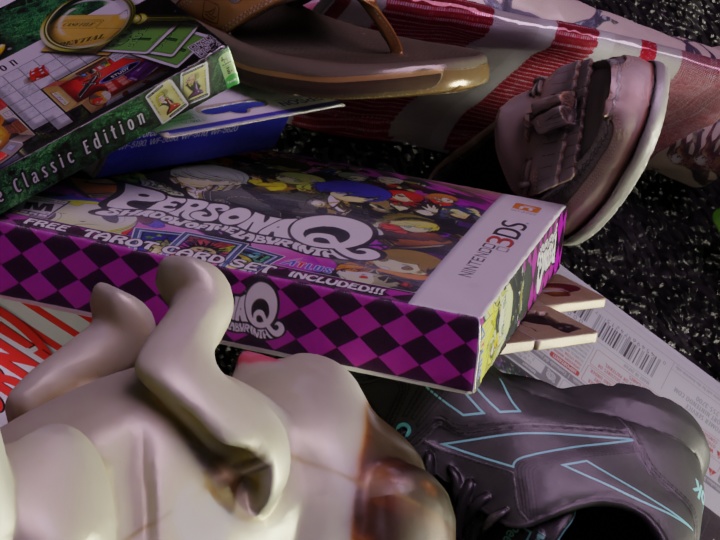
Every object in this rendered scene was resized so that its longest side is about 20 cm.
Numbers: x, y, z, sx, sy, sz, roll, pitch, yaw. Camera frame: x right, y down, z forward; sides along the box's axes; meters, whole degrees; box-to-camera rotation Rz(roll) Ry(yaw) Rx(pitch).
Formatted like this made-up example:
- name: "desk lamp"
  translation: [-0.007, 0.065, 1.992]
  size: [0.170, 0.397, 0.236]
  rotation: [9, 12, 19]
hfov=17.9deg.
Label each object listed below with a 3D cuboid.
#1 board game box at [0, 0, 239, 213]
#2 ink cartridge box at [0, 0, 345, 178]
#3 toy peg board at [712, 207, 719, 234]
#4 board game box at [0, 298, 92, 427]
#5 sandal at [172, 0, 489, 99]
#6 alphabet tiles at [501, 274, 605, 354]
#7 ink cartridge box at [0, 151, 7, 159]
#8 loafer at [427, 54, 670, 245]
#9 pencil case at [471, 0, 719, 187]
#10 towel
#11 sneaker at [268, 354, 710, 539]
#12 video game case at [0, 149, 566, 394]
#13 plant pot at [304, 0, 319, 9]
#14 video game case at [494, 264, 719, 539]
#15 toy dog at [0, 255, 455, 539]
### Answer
- name: "board game box"
  translation: [-0.156, -0.054, 0.885]
  size: [0.199, 0.024, 0.105]
  rotation: [-31, 39, -18]
- name: "ink cartridge box"
  translation: [-0.108, -0.084, 0.977]
  size: [0.099, 0.039, 0.200]
  rotation: [-12, 31, -40]
- name: "toy peg board"
  translation: [0.281, 0.022, 1.167]
  size: [0.199, 0.098, 0.201]
  rotation: [22, 40, -47]
- name: "board game box"
  translation: [-0.142, 0.075, 0.869]
  size: [0.199, 0.046, 0.152]
  rotation: [32, 42, -4]
- name: "sandal"
  translation: [-0.039, -0.114, 0.956]
  size: [0.199, 0.054, 0.080]
  rotation: [22, 25, 26]
- name: "alphabet tiles"
  translation: [0.000, 0.000, 0.976]
  size: [0.166, 0.006, 0.200]
  rotation: [-6, 22, -36]
- name: "ink cartridge box"
  translation: [-0.256, -0.048, 0.827]
  size: [0.199, 0.057, 0.162]
  rotation: [8, 28, 34]
- name: "loafer"
  translation: [0.079, -0.049, 1.030]
  size: [0.063, 0.200, 0.072]
  rotation: [18, 72, -8]
- name: "pencil case"
  translation: [0.105, -0.103, 1.167]
  size: [0.199, 0.089, 0.078]
  rotation: [16, 89, -20]
- name: "towel"
  translation: [0.062, -0.083, 1.065]
  size: [0.199, 0.144, 0.023]
  rotation: [11, 70, -17]
- name: "sneaker"
  translation: [0.047, 0.077, 0.930]
  size: [0.199, 0.076, 0.080]
  rotation: [10, 45, -3]
- name: "video game case"
  translation: [-0.029, -0.010, 0.923]
  size: [0.199, 0.036, 0.181]
  rotation: [11, 17, 13]
- name: "plant pot"
  translation: [-0.046, -0.226, 1.110]
  size: [0.199, 0.201, 0.179]
  rotation: [12, 32, -24]
- name: "video game case"
  translation: [0.130, 0.106, 1.039]
  size: [0.200, 0.023, 0.182]
  rotation: [37, 42, -1]
- name: "toy dog"
  translation: [-0.063, 0.089, 0.775]
  size: [0.199, 0.139, 0.195]
  rotation: [-10, 73, -37]
